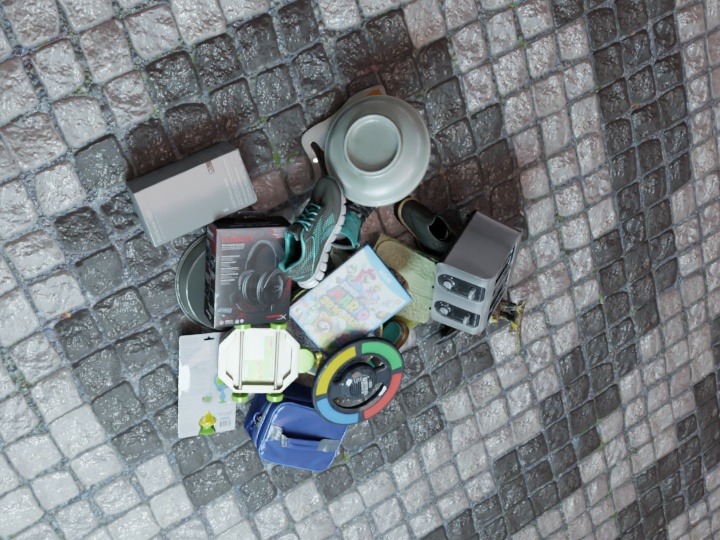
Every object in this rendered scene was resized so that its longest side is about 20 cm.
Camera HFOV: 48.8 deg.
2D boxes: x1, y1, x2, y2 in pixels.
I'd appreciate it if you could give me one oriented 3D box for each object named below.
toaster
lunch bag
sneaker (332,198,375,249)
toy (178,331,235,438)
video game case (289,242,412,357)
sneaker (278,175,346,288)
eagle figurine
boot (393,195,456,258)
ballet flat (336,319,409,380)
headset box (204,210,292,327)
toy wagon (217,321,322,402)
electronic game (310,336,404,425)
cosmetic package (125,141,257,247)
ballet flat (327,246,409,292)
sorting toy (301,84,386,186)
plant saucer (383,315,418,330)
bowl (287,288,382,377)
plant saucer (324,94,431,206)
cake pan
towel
[{"bbox_3d":[0.229,0.000,1.572,0.201,0.117,0.183,-53,159,-34],"label":"toaster"},{"bbox_3d":[-0.132,0.310,1.588,0.197,0.132,0.138,18,99,-31],"label":"lunch bag"},{"bbox_3d":[-0.006,-0.107,1.457,0.083,0.122,0.199,38,127,-25],"label":"sneaker"},{"bbox_3d":[-0.297,0.213,1.520,0.113,0.047,0.205,-3,103,-27],"label":"toy"},{"bbox_3d":[-0.021,0.063,1.489,0.199,0.018,0.144,-38,109,9],"label":"video game case"},{"bbox_3d":[-0.088,-0.072,1.389,0.091,0.076,0.204,15,89,-54],"label":"sneaker"},{"bbox_3d":[0.261,0.088,1.724,0.195,0.151,0.155,5,70,-2],"label":"eagle figurine"},{"bbox_3d":[0.164,-0.062,1.603,0.199,0.138,0.078,34,91,-33],"label":"boot"},{"bbox_3d":[0.033,0.181,1.660,0.201,0.068,0.072,-49,152,15],"label":"ballet flat"},{"bbox_3d":[-0.201,-0.010,1.430,0.146,0.077,0.205,-3,110,-26],"label":"headset box"},{"bbox_3d":[-0.170,0.169,1.498,0.195,0.040,0.159,1,106,-13],"label":"toy wagon"},{"bbox_3d":[-0.004,0.215,1.532,0.196,0.042,0.204,-14,123,-22],"label":"electronic game"},{"bbox_3d":[-0.294,-0.135,1.377,0.198,0.090,0.109,-29,119,-19],"label":"cosmetic package"},{"bbox_3d":[0.000,0.000,1.526,0.198,0.075,0.068,36,118,6],"label":"ballet flat"},{"bbox_3d":[-0.015,-0.219,1.498,0.176,0.107,0.204,-15,115,0],"label":"sorting toy"},{"bbox_3d":[0.074,0.054,1.662,0.196,0.031,0.204,-9,112,-23],"label":"plant saucer"},{"bbox_3d":[-0.060,0.098,1.560,0.196,0.094,0.205,-2,111,-6],"label":"bowl"},{"bbox_3d":[0.025,-0.218,1.401,0.202,0.198,0.050,-56,165,2],"label":"plant saucer"},{"bbox_3d":[-0.246,0.023,1.485,0.196,0.037,0.205,-9,111,-24],"label":"cake pan"},{"bbox_3d":[0.086,0.022,1.618,0.197,0.036,0.151,21,98,-31],"label":"towel"}]
